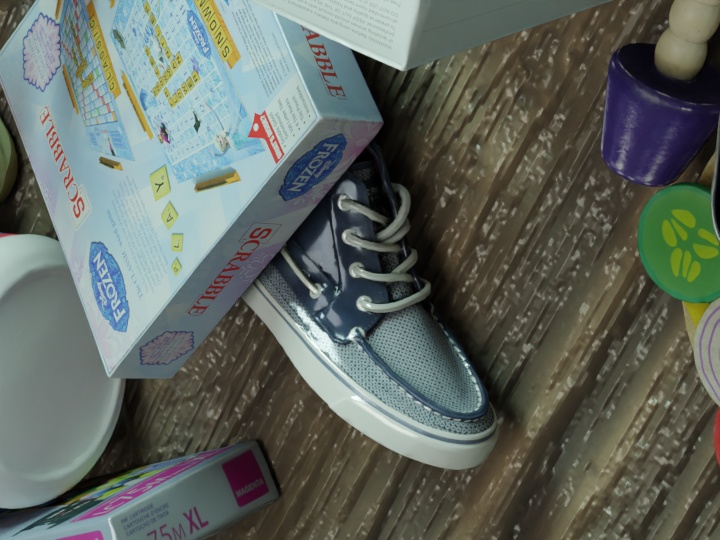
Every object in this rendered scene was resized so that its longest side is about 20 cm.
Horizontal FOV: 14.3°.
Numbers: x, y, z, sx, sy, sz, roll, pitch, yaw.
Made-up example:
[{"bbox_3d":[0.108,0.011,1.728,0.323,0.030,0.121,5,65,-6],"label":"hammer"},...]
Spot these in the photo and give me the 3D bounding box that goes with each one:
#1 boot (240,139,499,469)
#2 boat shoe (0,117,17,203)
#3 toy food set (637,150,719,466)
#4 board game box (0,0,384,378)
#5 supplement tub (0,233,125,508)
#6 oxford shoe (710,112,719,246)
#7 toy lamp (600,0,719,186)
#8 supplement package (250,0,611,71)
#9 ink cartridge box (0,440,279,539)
[{"bbox_3d":[0.000,0.000,1.343,0.200,0.073,0.090,42,128,22],"label":"boot"},{"bbox_3d":[-0.263,-0.110,1.519,0.201,0.063,0.073,55,129,10],"label":"boat shoe"},{"bbox_3d":[0.214,0.019,1.200,0.198,0.049,0.200,-30,86,40],"label":"toy food set"},{"bbox_3d":[-0.088,-0.085,1.361,0.200,0.041,0.200,-48,52,38],"label":"board game box"},{"bbox_3d":[-0.236,0.047,1.500,0.200,0.140,0.140,4,107,37],"label":"supplement tub"},{"bbox_3d":[0.168,0.004,1.151,0.071,0.073,0.200,3,107,37],"label":"oxford shoe"},{"bbox_3d":[0.150,-0.127,1.197,0.058,0.058,0.200,35,123,24],"label":"toy lamp"},{"bbox_3d":[0.026,-0.177,1.182,0.156,0.200,0.111,27,120,28],"label":"supplement package"},{"bbox_3d":[-0.154,0.138,1.480,0.200,0.119,0.042,-18,94,40],"label":"ink cartridge box"}]
